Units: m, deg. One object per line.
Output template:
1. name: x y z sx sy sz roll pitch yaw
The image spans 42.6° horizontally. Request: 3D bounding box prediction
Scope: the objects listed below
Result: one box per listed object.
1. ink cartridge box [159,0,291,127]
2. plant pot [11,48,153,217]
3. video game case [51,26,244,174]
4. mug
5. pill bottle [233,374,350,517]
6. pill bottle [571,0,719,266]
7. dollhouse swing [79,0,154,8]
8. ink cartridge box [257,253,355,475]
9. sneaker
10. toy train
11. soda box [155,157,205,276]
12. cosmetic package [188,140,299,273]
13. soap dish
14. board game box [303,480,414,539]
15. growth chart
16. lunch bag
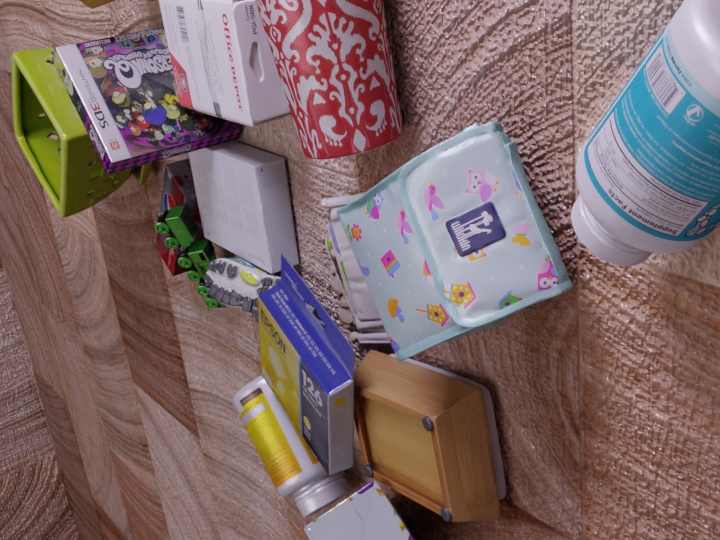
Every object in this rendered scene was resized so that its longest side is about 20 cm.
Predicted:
1. ink cartridge box: -0.158 -0.269 1.133 0.199 0.082 0.148 25 129 50
2. plant pot: -0.440 -0.237 1.500 0.201 0.181 0.199 55 146 22
3. video game case: -0.282 -0.235 1.237 0.182 0.199 0.036 62 147 12
4. mug: -0.022 -0.232 0.941 0.132 0.178 0.201 -7 111 21
5. pill bottle: -0.093 0.245 1.321 0.201 0.109 0.109 61 148 14
6. pill bottle: 0.220 -0.087 0.628 0.111 0.110 0.200 55 147 20
7. dollhouse swing: -0.328 -0.465 1.192 0.182 0.175 0.201 47 144 31
8. ink cartridge box: -0.069 0.116 1.135 0.198 0.047 0.201 50 151 43
9. sneaker: -0.120 0.029 1.269 0.199 0.079 0.078 28 111 24
10. toy train: -0.245 -0.018 1.406 0.056 0.042 0.201 -10 130 21
11. soda box: -0.272 -0.082 1.445 0.070 0.063 0.201 54 147 24
12. cosmetic package: -0.166 -0.097 1.281 0.199 0.051 0.152 26 127 49
13. soap dish: 0.070 0.189 1.059 0.199 0.081 0.159 13 119 53
14. board game box: 0.014 0.344 1.145 0.105 0.103 0.200 55 174 20
15. growth chart: 0.000 0.000 1.114 0.144 0.018 0.202 8 115 56
16. lunch bag: 0.091 -0.026 0.861 0.200 0.121 0.172 -28 82 51
